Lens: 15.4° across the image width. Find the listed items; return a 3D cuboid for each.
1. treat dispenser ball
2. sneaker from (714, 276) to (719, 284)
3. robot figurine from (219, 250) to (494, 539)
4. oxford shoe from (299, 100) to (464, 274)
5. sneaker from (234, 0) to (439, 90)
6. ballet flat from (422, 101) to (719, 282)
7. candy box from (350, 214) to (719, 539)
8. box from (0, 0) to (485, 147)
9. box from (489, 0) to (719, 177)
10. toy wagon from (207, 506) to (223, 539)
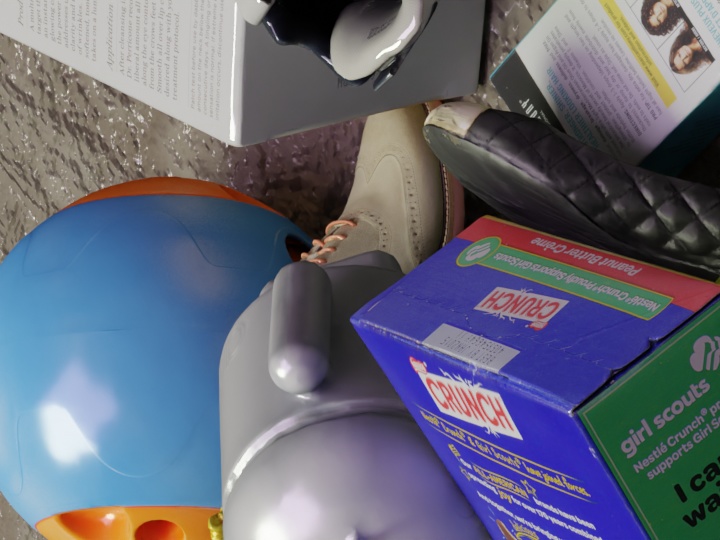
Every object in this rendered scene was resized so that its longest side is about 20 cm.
[{"bbox_3d":[-0.096,0.054,1.337,0.201,0.201,0.201,21,118,46],"label":"treat dispenser ball"},{"bbox_3d":[0.171,0.051,0.996,0.083,0.071,0.200,32,153,34],"label":"sneaker"},{"bbox_3d":[-0.002,0.077,1.117,0.200,0.113,0.170,-96,-17,-54],"label":"robot figurine"},{"bbox_3d":[0.000,0.000,1.252,0.071,0.074,0.200,-35,44,58],"label":"oxford shoe"},{"bbox_3d":[0.029,-0.123,1.107,0.079,0.199,0.130,-47,40,45],"label":"sneaker"},{"bbox_3d":[0.120,-0.030,1.115,0.200,0.057,0.066,22,164,14],"label":"ballet flat"},{"bbox_3d":[0.105,0.087,0.986,0.200,0.077,0.169,57,165,-24],"label":"candy box"},{"bbox_3d":[-0.060,-0.148,1.263,0.200,0.152,0.106,27,123,44],"label":"box"},{"bbox_3d":[0.138,-0.108,1.118,0.082,0.049,0.200,60,140,17],"label":"box"},{"bbox_3d":[-0.032,0.198,1.226,0.040,0.155,0.200,-2,107,20],"label":"toy wagon"}]
